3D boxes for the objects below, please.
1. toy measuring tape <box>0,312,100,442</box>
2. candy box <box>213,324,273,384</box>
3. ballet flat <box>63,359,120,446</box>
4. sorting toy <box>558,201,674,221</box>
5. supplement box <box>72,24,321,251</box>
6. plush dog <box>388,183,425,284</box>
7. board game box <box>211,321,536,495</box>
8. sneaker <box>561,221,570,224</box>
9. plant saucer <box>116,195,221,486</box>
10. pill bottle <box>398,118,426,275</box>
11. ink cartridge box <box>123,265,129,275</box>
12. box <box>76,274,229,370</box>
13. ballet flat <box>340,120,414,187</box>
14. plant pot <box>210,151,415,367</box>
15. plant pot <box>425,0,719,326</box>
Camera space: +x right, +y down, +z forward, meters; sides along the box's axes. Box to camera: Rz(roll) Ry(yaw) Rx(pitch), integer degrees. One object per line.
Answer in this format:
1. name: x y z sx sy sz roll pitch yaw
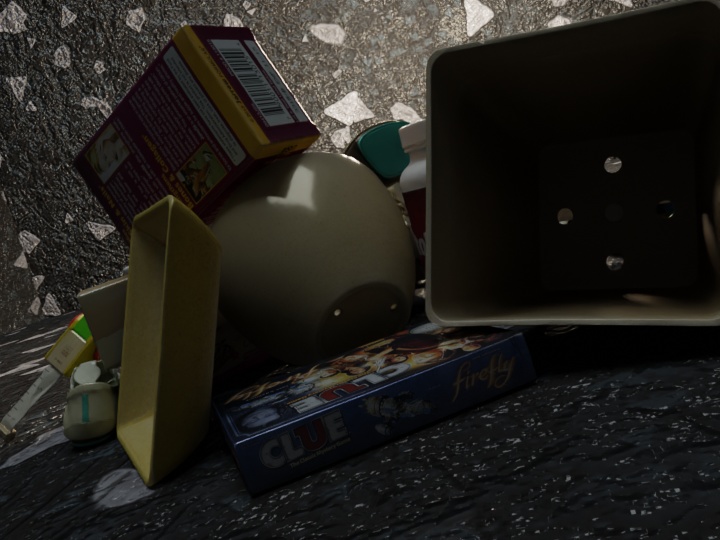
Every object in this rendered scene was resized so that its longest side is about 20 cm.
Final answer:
1. toy measuring tape: -0.321 0.111 0.828 0.200 0.073 0.074 -54 16 -11
2. candy box: -0.186 0.088 0.859 0.136 0.061 0.199 -22 8 -33
3. ballet flat: -0.269 0.123 0.747 0.069 0.070 0.200 -18 6 -17
4. sorting toy: 0.364 -0.079 0.855 0.198 0.070 0.199 -22 8 -39
5. supplement box: -0.158 -0.115 0.696 0.200 0.131 0.103 -36 -3 31
6. plush dog: 0.000 0.000 0.879 0.171 0.161 0.200 -34 18 27
7. board game box: 0.002 0.084 0.513 0.199 0.035 0.135 -18 7 -16
8. sneaker: 0.237 -0.071 0.967 0.198 0.079 0.099 0 16 0
9. plant saucer: -0.156 0.051 0.592 0.048 0.202 0.200 4 -3 -24
10. pill bottle: 0.107 -0.062 0.770 0.112 0.201 0.113 -16 6 2
11. ink cartridge box: -0.179 -0.006 0.946 0.199 0.084 0.145 -12 12 31
12. box: -0.177 0.024 0.751 0.199 0.078 0.095 -22 8 -19
13. ballet flat: -0.005 -0.103 0.788 0.200 0.071 0.065 -37 5 -40
14. plant pot: -0.028 0.013 0.665 0.199 0.201 0.135 -18 40 -19
15. plant pot: 0.174 -0.056 0.554 0.199 0.201 0.177 -2 -6 29
